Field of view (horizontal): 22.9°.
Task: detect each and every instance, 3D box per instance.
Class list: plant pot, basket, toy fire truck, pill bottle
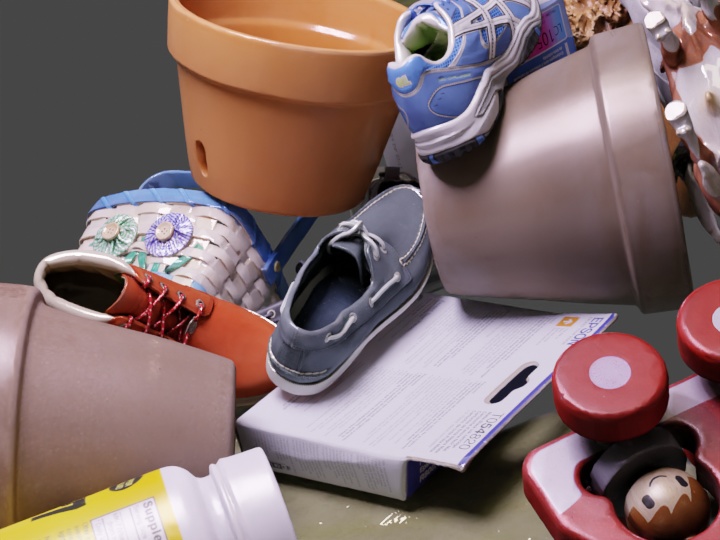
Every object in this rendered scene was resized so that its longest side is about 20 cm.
[{"bbox_3d":[-0.167,0.109,1.143,0.172,0.202,0.201,1,25,-4],"label":"plant pot"},{"bbox_3d":[-0.129,-0.012,1.394,0.175,0.140,0.201,-2,37,27],"label":"basket"},{"bbox_3d":[0.202,0.112,0.997,0.198,0.113,0.168,-23,44,-12],"label":"toy fire truck"},{"bbox_3d":[-0.053,-0.130,1.342,0.198,0.141,0.200,8,22,-3],"label":"plant pot"},{"bbox_3d":[0.133,-0.058,1.246,0.172,0.202,0.200,-10,25,8],"label":"plant pot"},{"bbox_3d":[-0.134,0.182,1.030,0.198,0.115,0.114,-20,25,-8],"label":"pill bottle"}]

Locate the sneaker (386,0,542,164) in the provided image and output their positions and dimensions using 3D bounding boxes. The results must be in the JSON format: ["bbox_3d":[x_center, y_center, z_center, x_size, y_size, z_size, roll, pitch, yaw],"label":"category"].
[{"bbox_3d":[0.071,-0.163,1.223,0.075,0.077,0.201,-18,34,31],"label":"sneaker"}]

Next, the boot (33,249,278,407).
[{"bbox_3d":[-0.136,0.039,1.231,0.198,0.076,0.107,17,-14,1],"label":"boot"}]

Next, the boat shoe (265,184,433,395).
[{"bbox_3d":[0.000,0.000,1.237,0.072,0.062,0.200,26,52,16],"label":"boat shoe"}]

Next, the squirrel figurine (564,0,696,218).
[{"bbox_3d":[0.217,-0.162,1.419,0.185,0.201,0.141,21,49,34],"label":"squirrel figurine"}]

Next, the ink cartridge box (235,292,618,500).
[{"bbox_3d":[0.049,0.083,1.207,0.199,0.041,0.199,6,32,41],"label":"ink cartridge box"}]

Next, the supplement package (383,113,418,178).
[{"bbox_3d":[0.117,-0.151,1.561,0.109,0.115,0.200,7,34,43],"label":"supplement package"}]

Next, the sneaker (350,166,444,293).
[{"bbox_3d":[0.036,-0.055,1.450,0.074,0.083,0.200,-20,25,-9],"label":"sneaker"}]

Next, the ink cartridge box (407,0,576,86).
[{"bbox_3d":[0.117,-0.118,1.390,0.076,0.202,0.136,-27,26,-23],"label":"ink cartridge box"}]

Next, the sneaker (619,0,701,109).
[{"bbox_3d":[0.236,-0.167,1.280,0.075,0.201,0.088,-33,-2,5],"label":"sneaker"}]

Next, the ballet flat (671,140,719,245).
[{"bbox_3d":[0.277,-0.022,1.188,0.072,0.072,0.201,-26,59,-20],"label":"ballet flat"}]

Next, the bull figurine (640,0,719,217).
[{"bbox_3d":[0.227,-0.122,1.154,0.065,0.121,0.202,-24,62,17],"label":"bull figurine"}]

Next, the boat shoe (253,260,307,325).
[{"bbox_3d":[-0.019,0.012,1.316,0.199,0.062,0.075,-36,-2,-10],"label":"boat shoe"}]
